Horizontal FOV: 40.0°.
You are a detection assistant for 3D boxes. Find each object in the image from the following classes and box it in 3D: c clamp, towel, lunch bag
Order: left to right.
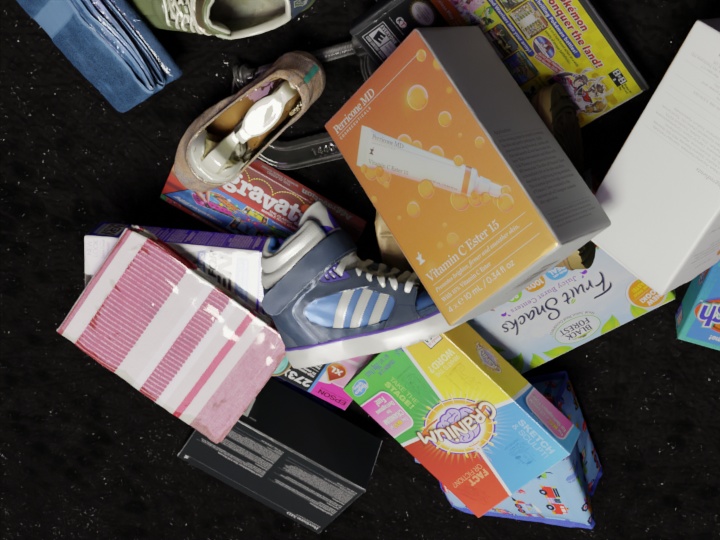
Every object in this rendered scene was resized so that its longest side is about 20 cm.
[{"bbox_3d":[-0.260,-0.235,0.908,0.200,0.049,0.111,49,149,-21],"label":"towel"},{"bbox_3d":[-0.182,0.065,0.980,0.199,0.023,0.144,36,106,-8],"label":"towel"},{"bbox_3d":[-0.041,-0.177,0.928,0.198,0.027,0.172,-16,124,23],"label":"c clamp"},{"bbox_3d":[0.151,0.207,1.109,0.198,0.094,0.151,-9,122,28],"label":"lunch bag"}]

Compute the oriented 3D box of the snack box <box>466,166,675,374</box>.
[{"bbox_3d":[0.186,0.009,0.977,0.199,0.053,0.142,-32,111,31],"label":"snack box"}]

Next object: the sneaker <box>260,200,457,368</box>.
[{"bbox_3d":[0.000,0.000,0.918,0.198,0.081,0.148,-15,93,18],"label":"sneaker"}]

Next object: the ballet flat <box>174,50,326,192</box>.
[{"bbox_3d":[-0.114,-0.128,0.914,0.068,0.067,0.200,41,122,-16],"label":"ballet flat"}]

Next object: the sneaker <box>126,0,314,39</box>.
[{"bbox_3d":[-0.130,-0.239,0.864,0.198,0.090,0.068,-3,124,17],"label":"sneaker"}]

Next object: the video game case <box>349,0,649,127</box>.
[{"bbox_3d":[0.121,-0.188,0.860,0.180,0.026,0.200,-29,120,30],"label":"video game case"}]

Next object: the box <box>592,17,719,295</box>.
[{"bbox_3d":[0.286,-0.097,0.812,0.097,0.124,0.201,42,128,24],"label":"box"}]

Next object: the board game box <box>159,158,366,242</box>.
[{"bbox_3d":[-0.102,-0.063,1.016,0.199,0.020,0.103,29,133,-6],"label":"board game box"}]

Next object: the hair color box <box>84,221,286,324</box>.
[{"bbox_3d":[-0.176,0.018,1.009,0.198,0.065,0.110,5,106,3],"label":"hair color box"}]

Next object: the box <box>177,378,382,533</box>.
[{"bbox_3d":[-0.096,0.209,1.162,0.199,0.079,0.141,31,135,-7],"label":"box"}]

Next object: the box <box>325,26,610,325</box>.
[{"bbox_3d":[0.085,-0.079,0.804,0.124,0.097,0.201,-41,75,37],"label":"box"}]

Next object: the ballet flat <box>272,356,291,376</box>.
[{"bbox_3d":[-0.150,0.035,1.079,0.200,0.063,0.069,42,96,-8],"label":"ballet flat"}]

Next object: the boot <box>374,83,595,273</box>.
[{"bbox_3d":[0.102,-0.071,0.901,0.198,0.066,0.177,-1,109,31],"label":"boot"}]

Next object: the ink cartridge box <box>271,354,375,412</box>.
[{"bbox_3d":[-0.032,0.094,1.095,0.094,0.037,0.200,27,134,-8],"label":"ink cartridge box"}]

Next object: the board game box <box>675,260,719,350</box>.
[{"bbox_3d":[0.401,-0.003,0.918,0.151,0.045,0.201,15,127,5],"label":"board game box"}]

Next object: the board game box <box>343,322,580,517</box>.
[{"bbox_3d":[0.100,0.142,1.011,0.200,0.040,0.153,43,130,1],"label":"board game box"}]
